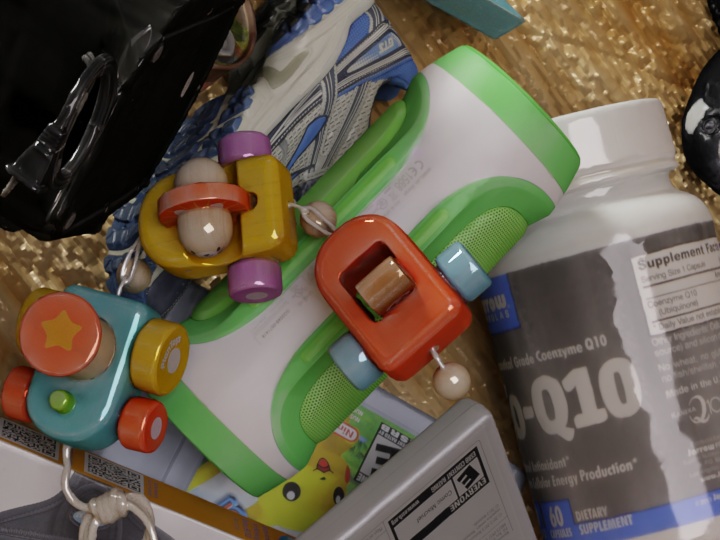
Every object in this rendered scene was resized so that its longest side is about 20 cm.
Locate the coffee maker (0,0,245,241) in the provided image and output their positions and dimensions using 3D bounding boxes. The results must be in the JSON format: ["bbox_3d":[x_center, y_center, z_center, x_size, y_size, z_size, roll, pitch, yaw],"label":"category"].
[{"bbox_3d":[-0.163,-0.114,0.915,0.199,0.192,0.135,30,84,4],"label":"coffee maker"}]

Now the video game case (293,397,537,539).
[{"bbox_3d":[0.002,0.179,1.038,0.200,0.022,0.183,-39,132,-19],"label":"video game case"}]

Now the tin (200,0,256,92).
[{"bbox_3d":[-0.122,-0.163,1.051,0.200,0.042,0.112,52,31,-6],"label":"tin"}]

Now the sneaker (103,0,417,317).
[{"bbox_3d":[-0.035,-0.047,1.071,0.085,0.077,0.200,45,63,-19],"label":"sneaker"}]

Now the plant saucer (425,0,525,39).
[{"bbox_3d":[-0.017,-0.162,1.105,0.199,0.070,0.019,27,102,-13],"label":"plant saucer"}]

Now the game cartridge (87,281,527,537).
[{"bbox_3d":[-0.034,0.105,1.084,0.199,0.040,0.134,29,80,-13],"label":"game cartridge"}]

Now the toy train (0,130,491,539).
[{"bbox_3d":[-0.056,0.024,0.952,0.200,0.056,0.151,-36,65,5],"label":"toy train"}]

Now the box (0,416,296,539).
[{"bbox_3d":[-0.105,0.148,1.025,0.199,0.041,0.120,23,98,-8],"label":"box"}]

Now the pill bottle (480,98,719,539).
[{"bbox_3d":[0.117,0.029,1.099,0.113,0.114,0.201,-14,87,-19],"label":"pill bottle"}]

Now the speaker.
[{"bbox_3d":[0.000,0.000,1.022,0.088,0.088,0.200,44,89,-9],"label":"speaker"}]

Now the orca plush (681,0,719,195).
[{"bbox_3d":[0.198,-0.139,1.166,0.071,0.105,0.201,28,105,27],"label":"orca plush"}]
